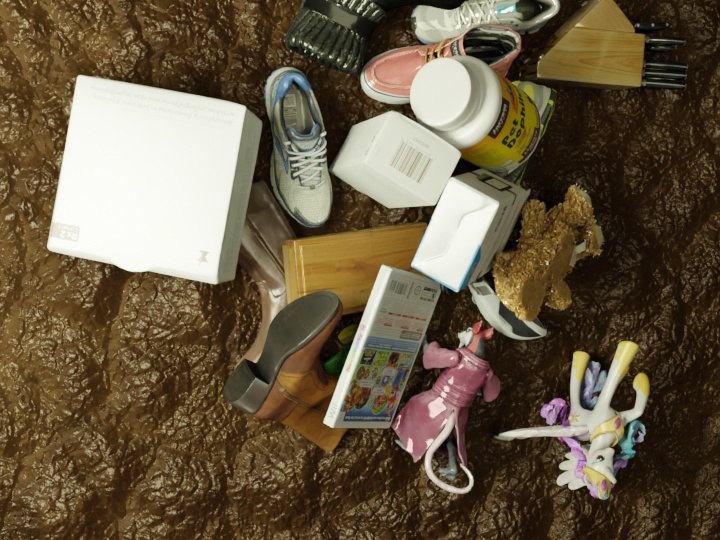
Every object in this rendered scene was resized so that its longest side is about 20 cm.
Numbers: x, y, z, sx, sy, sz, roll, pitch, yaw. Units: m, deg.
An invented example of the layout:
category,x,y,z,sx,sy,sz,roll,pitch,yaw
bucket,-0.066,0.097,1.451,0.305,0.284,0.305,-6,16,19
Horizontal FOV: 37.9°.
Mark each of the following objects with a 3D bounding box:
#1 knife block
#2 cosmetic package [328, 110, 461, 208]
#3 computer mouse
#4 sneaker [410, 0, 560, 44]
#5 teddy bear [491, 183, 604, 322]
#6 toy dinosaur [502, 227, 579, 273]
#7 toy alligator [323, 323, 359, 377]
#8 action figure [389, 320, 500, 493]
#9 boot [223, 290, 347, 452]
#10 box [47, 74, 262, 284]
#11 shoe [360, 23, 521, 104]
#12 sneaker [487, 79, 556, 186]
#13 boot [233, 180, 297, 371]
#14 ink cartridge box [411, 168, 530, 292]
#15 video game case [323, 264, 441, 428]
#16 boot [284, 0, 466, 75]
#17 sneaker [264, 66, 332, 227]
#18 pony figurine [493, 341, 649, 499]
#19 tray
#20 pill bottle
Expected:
category,x,y,z,sx,sy,sz,roll,pitch,yaw
knife block,0.335,-0.267,1.401,0.200,0.064,0.176,-44,103,-8
cosmetic package,0.037,-0.130,1.261,0.101,0.200,0.075,30,87,-14
computer mouse,0.164,0.040,1.370,0.199,0.110,0.044,35,104,-23
sneaker,0.163,-0.333,1.339,0.197,0.087,0.076,-12,100,-12
teddy bear,0.237,-0.022,1.336,0.201,0.066,0.145,-55,130,-16
toy dinosaur,0.221,-0.014,1.405,0.197,0.060,0.108,-10,85,-13
toy alligator,-0.005,0.107,1.344,0.199,0.054,0.060,-35,102,-10
action figure,0.113,0.156,1.340,0.133,0.149,0.202,23,102,-9
boot,-0.038,0.130,1.278,0.199,0.069,0.189,32,100,-41
box,-0.230,-0.101,1.202,0.196,0.131,0.203,11,92,1
shoe,0.101,-0.264,1.314,0.197,0.091,0.072,-8,79,-11
sneaker,0.187,-0.154,1.377,0.076,0.075,0.202,25,88,11
boot,-0.140,0.011,1.295,0.186,0.064,0.201,-43,107,-21
ink cartridge box,0.138,-0.055,1.268,0.067,0.200,0.117,28,107,14
video game case,0.031,0.099,1.295,0.143,0.018,0.202,14,97,-59
boot,0.023,-0.314,1.291,0.209,0.079,0.160,16,85,8
sneaker,-0.076,-0.150,1.289,0.076,0.085,0.203,-15,99,-13
pony figurine,0.296,0.205,1.382,0.165,0.193,0.202,29,68,-18
tray,0.000,0.000,1.316,0.198,0.037,0.100,-9,97,-33
pill bottle,0.136,-0.189,1.254,0.199,0.108,0.111,12,92,-60
